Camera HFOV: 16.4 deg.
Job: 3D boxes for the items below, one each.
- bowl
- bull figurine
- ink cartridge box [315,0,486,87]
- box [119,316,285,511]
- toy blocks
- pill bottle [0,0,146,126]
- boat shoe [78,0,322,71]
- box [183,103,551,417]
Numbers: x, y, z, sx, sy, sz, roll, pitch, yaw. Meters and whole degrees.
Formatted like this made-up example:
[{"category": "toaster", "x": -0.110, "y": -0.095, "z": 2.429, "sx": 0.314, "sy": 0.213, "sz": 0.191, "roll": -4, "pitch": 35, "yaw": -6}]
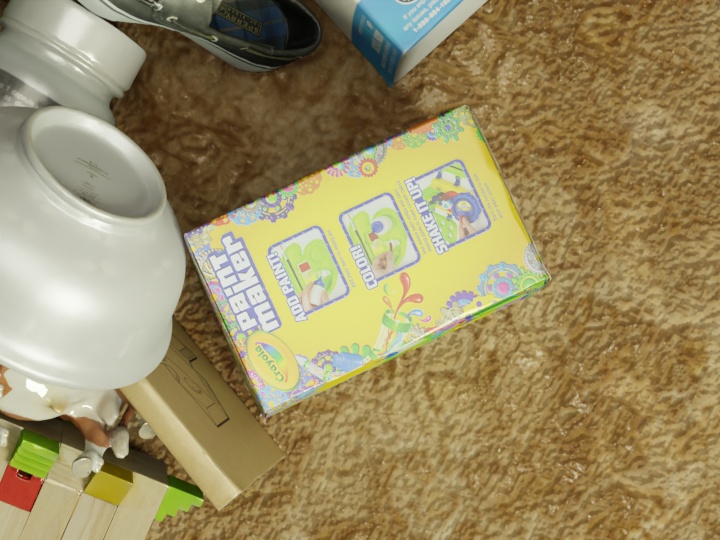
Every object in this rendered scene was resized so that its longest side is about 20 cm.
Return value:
[{"category": "bowl", "x": -0.177, "y": -0.033, "z": 1.468, "sx": 0.201, "sy": 0.201, "sz": 0.090, "roll": 38, "pitch": 119, "yaw": 0}, {"category": "bull figurine", "x": -0.218, "y": 0.065, "z": 1.552, "sx": 0.199, "sy": 0.122, "sz": 0.065, "roll": 11, "pitch": 119, "yaw": -31}, {"category": "ink cartridge box", "x": 0.010, "y": -0.250, "z": 1.623, "sx": 0.147, "sy": 0.145, "sz": 0.200, "roll": -43, "pitch": 88, "yaw": -3}, {"category": "box", "x": -0.130, "y": 0.059, "z": 1.588, "sx": 0.021, "sy": 0.163, "sz": 0.200, "roll": -39, "pitch": 88, "yaw": 9}, {"category": "toy blocks", "x": -0.221, "y": 0.165, "z": 1.618, "sx": 0.199, "sy": 0.100, "sz": 0.137, "roll": 23, "pitch": 100, "yaw": -11}, {"category": "pill bottle", "x": -0.230, "y": -0.080, "z": 1.617, "sx": 0.113, "sy": 0.114, "sz": 0.201, "roll": 31, "pitch": 86, "yaw": 0}, {"category": "boat shoe", "x": -0.107, "y": -0.182, "z": 1.602, "sx": 0.199, "sy": 0.056, "sz": 0.069, "roll": 21, "pitch": 73, "yaw": -42}, {"category": "box", "x": 0.000, "y": 0.000, "z": 1.578, "sx": 0.192, "sy": 0.200, "sz": 0.123, "roll": -25, "pitch": 87, "yaw": -5}]
